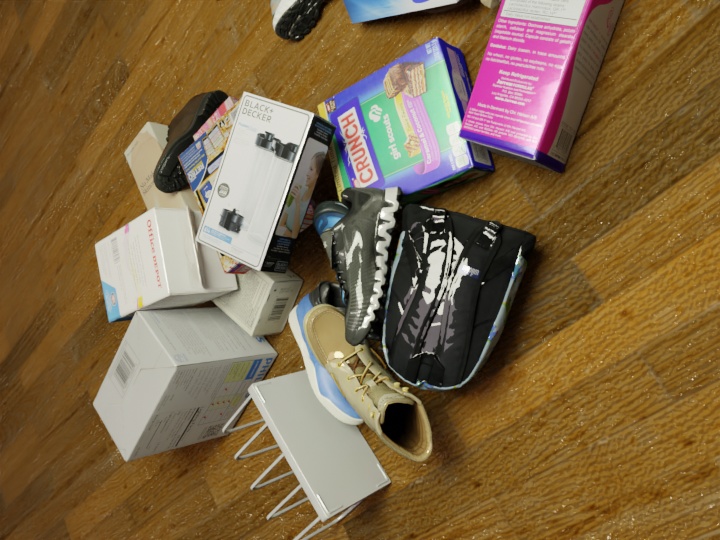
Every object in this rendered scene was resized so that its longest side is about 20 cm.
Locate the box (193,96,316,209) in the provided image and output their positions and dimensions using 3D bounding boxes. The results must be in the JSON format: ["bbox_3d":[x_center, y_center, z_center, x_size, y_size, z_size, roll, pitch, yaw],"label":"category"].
[{"bbox_3d":[-0.166,-0.153,0.926,0.102,0.094,0.201,-35,71,28],"label":"box"}]

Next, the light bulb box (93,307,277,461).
[{"bbox_3d":[-0.274,0.170,0.939,0.125,0.199,0.199,45,113,28],"label":"light bulb box"}]

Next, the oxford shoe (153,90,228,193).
[{"bbox_3d":[-0.295,-0.215,1.004,0.084,0.073,0.201,10,63,34],"label":"oxford shoe"}]

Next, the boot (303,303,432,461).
[{"bbox_3d":[0.008,0.134,0.732,0.072,0.155,0.201,-32,101,-11],"label":"boot"}]

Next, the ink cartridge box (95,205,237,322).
[{"bbox_3d":[-0.289,-0.009,0.903,0.199,0.125,0.130,-19,81,37],"label":"ink cartridge box"}]

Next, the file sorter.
[{"bbox_3d":[-0.086,0.265,0.847,0.125,0.138,0.201,-48,65,28],"label":"file sorter"}]

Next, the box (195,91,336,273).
[{"bbox_3d":[-0.122,-0.110,0.753,0.116,0.060,0.202,24,97,26],"label":"box"}]

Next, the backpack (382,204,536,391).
[{"bbox_3d":[0.104,0.045,0.710,0.162,0.154,0.202,13,76,14],"label":"backpack"}]

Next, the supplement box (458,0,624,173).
[{"bbox_3d":[0.202,-0.226,0.664,0.103,0.101,0.202,26,104,33],"label":"supplement box"}]

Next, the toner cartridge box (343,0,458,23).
[{"bbox_3d":[0.046,-0.379,0.752,0.199,0.043,0.095,16,143,49],"label":"toner cartridge box"}]

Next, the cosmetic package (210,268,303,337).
[{"bbox_3d":[-0.197,0.009,0.962,0.200,0.073,0.104,37,111,30],"label":"cosmetic package"}]

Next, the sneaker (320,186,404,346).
[{"bbox_3d":[-0.008,-0.012,0.715,0.090,0.066,0.202,11,79,-1],"label":"sneaker"}]

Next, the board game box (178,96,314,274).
[{"bbox_3d":[-0.164,-0.119,0.839,0.151,0.046,0.201,-32,73,26],"label":"board game box"}]

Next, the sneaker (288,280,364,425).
[{"bbox_3d":[-0.025,0.108,0.837,0.111,0.076,0.201,-47,58,36],"label":"sneaker"}]

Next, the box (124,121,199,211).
[{"bbox_3d":[-0.335,-0.154,1.057,0.095,0.077,0.201,-40,68,28],"label":"box"}]

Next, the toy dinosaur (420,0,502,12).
[{"bbox_3d":[0.167,-0.360,0.730,0.200,0.058,0.102,-39,53,33],"label":"toy dinosaur"}]

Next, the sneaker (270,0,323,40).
[{"bbox_3d":[-0.067,-0.436,0.873,0.200,0.074,0.080,-33,66,30],"label":"sneaker"}]

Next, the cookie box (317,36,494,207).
[{"bbox_3d":[0.054,-0.176,0.784,0.199,0.075,0.173,-19,81,34],"label":"cookie box"}]

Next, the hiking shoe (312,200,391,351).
[{"bbox_3d":[0.000,0.000,0.774,0.074,0.087,0.201,-30,100,32],"label":"hiking shoe"}]
